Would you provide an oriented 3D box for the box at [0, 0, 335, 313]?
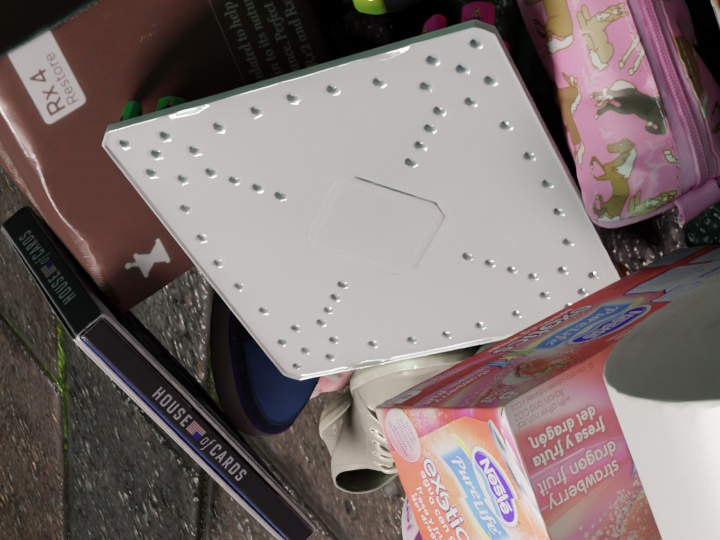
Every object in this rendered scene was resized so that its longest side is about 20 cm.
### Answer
[{"bbox_3d":[-0.130,-0.122,0.863,0.200,0.163,0.167,43,162,47],"label":"box"}]

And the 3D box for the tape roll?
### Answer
[{"bbox_3d":[0.192,0.035,0.579,0.202,0.201,0.071,-9,105,59],"label":"tape roll"}]

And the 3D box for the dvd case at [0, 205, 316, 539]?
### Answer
[{"bbox_3d":[-0.114,0.061,0.910,0.200,0.025,0.150,52,174,-36],"label":"dvd case"}]

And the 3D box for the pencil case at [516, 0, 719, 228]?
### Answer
[{"bbox_3d":[0.107,-0.120,0.714,0.082,0.086,0.202,-16,100,29],"label":"pencil case"}]

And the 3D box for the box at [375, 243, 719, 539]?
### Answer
[{"bbox_3d":[0.122,0.063,0.709,0.102,0.199,0.096,-10,102,58],"label":"box"}]

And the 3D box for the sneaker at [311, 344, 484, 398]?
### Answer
[{"bbox_3d":[-0.003,0.040,0.991,0.200,0.104,0.076,-7,105,58],"label":"sneaker"}]

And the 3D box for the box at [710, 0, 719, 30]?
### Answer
[{"bbox_3d":[0.221,-0.085,0.603,0.199,0.035,0.111,0,113,58],"label":"box"}]

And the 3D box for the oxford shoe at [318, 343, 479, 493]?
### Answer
[{"bbox_3d":[0.024,0.086,0.944,0.200,0.074,0.058,127,137,-63],"label":"oxford shoe"}]

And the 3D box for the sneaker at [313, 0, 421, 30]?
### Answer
[{"bbox_3d":[-0.012,-0.163,0.891,0.200,0.074,0.107,44,151,47],"label":"sneaker"}]

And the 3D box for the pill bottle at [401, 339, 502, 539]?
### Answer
[{"bbox_3d":[0.085,0.128,0.909,0.113,0.112,0.201,50,147,22],"label":"pill bottle"}]

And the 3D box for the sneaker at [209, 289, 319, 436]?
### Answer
[{"bbox_3d":[0.000,0.000,0.902,0.145,0.080,0.202,5,78,41],"label":"sneaker"}]

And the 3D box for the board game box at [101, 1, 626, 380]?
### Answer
[{"bbox_3d":[0.008,-0.030,0.782,0.198,0.026,0.200,-12,136,23],"label":"board game box"}]

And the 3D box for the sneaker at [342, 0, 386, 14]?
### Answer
[{"bbox_3d":[-0.007,-0.200,0.768,0.072,0.082,0.201,62,-172,-49],"label":"sneaker"}]
